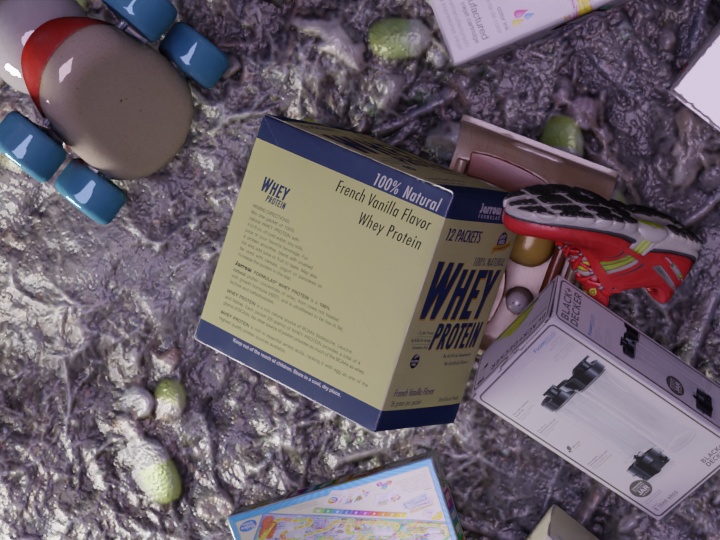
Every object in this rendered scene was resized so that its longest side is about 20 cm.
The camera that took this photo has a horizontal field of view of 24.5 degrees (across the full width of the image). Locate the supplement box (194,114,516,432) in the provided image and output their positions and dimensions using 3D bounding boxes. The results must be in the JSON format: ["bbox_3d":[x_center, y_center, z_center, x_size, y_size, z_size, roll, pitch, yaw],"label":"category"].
[{"bbox_3d":[0.000,0.000,1.380,0.199,0.134,0.202,24,101,30],"label":"supplement box"}]

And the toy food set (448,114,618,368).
[{"bbox_3d":[0.122,-0.015,1.422,0.142,0.060,0.202,20,99,8],"label":"toy food set"}]

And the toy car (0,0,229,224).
[{"bbox_3d":[-0.255,-0.181,1.455,0.200,0.177,0.185,38,89,34],"label":"toy car"}]

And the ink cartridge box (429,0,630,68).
[{"bbox_3d":[0.148,-0.273,1.376,0.198,0.084,0.146,-21,92,12],"label":"ink cartridge box"}]

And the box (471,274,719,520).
[{"bbox_3d":[0.205,0.106,1.372,0.199,0.060,0.117,32,127,-10],"label":"box"}]

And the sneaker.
[{"bbox_3d":[0.196,-0.013,1.360,0.198,0.077,0.086,13,107,-30],"label":"sneaker"}]

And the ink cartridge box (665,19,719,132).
[{"bbox_3d":[0.337,-0.197,1.314,0.086,0.146,0.201,38,102,3],"label":"ink cartridge box"}]

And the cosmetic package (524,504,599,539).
[{"bbox_3d":[0.132,0.310,1.435,0.071,0.105,0.201,38,103,3],"label":"cosmetic package"}]

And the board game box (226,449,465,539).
[{"bbox_3d":[-0.006,0.254,1.491,0.198,0.034,0.136,-17,93,13],"label":"board game box"}]
